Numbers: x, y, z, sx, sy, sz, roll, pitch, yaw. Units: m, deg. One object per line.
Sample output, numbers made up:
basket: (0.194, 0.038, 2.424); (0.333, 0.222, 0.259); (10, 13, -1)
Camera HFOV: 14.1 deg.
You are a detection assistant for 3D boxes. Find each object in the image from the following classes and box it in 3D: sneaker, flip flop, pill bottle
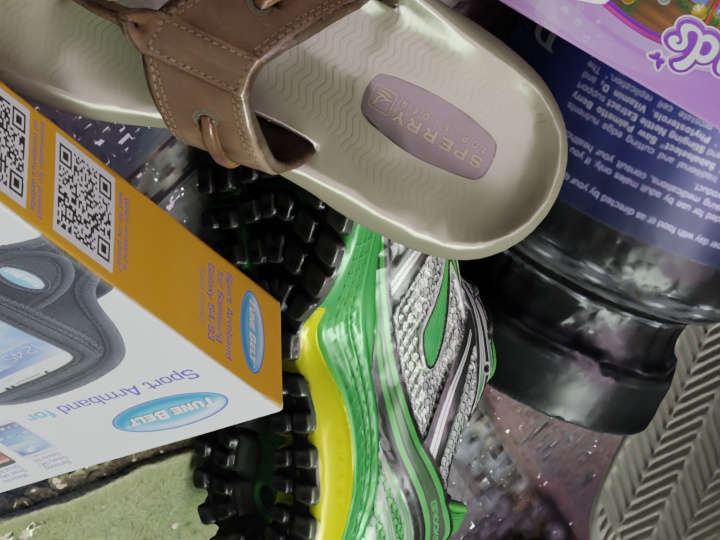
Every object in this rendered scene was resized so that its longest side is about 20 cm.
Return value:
sneaker: (0.151, 0.031, 1.004); (0.201, 0.075, 0.084); (-57, 146, -1)
flip flop: (-0.021, -0.055, 0.771); (0.199, 0.058, 0.081); (27, 96, -29)
sneaker: (0.000, 0.000, 0.894); (0.085, 0.078, 0.201); (-9, 114, -38)
pill bottle: (0.098, -0.054, 0.934); (0.111, 0.112, 0.201); (9, 112, -46)

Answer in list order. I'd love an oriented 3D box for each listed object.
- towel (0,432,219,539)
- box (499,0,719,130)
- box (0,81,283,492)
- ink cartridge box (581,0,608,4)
towel: (-0.112, 0.118, 0.925); (0.199, 0.036, 0.149); (-25, 134, -30)
box: (0.104, -0.120, 0.839); (0.137, 0.199, 0.039); (-60, 179, 11)
box: (-0.109, 0.009, 0.791); (0.118, 0.042, 0.200); (-17, 146, 25)
ink cartridge box: (-0.025, -0.163, 0.660); (0.199, 0.147, 0.145); (5, 114, -43)
